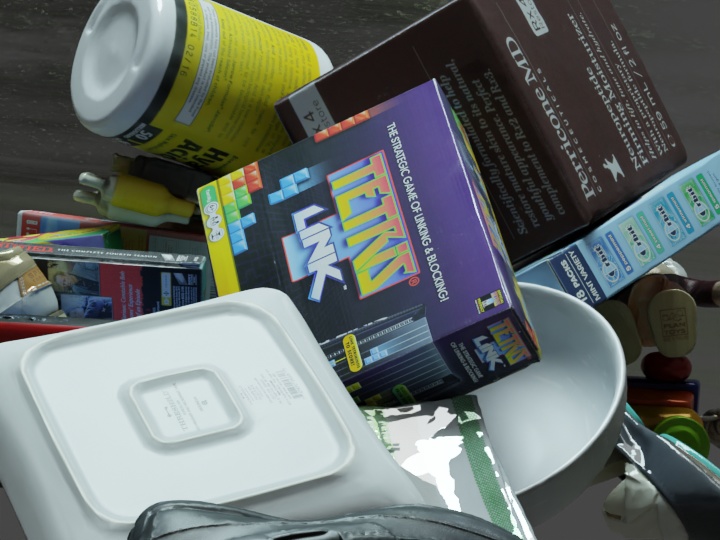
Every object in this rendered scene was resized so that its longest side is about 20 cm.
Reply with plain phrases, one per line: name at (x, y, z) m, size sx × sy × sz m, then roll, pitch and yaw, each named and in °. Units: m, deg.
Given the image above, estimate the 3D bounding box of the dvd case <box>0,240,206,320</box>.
dvd case at (-0.198, 0.049, 1.459) m, size 0.200 × 0.146 × 0.022 m, roll 3°, pitch 29°, yaw 5°

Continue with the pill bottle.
pill bottle at (-0.086, -0.118, 1.532) m, size 0.200 × 0.112 × 0.111 m, roll 18°, pitch -3°, yaw -34°

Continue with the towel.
towel at (-0.017, 0.117, 1.170) m, size 0.200 × 0.031 × 0.149 m, roll -1°, pitch 33°, yaw -15°

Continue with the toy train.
toy train at (0.205, 0.103, 1.460) m, size 0.200 × 0.085 × 0.116 m, roll 3°, pitch 8°, yaw -2°

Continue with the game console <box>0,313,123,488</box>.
game console at (-0.155, 0.076, 1.350) m, size 0.200 × 0.173 × 0.119 m, roll 2°, pitch 32°, yaw 16°

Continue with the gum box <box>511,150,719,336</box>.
gum box at (0.136, 0.002, 1.471) m, size 0.200 × 0.045 × 0.170 m, roll -31°, pitch 1°, yaw -41°

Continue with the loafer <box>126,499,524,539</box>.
loafer at (-0.011, 0.149, 1.055) m, size 0.200 × 0.068 × 0.070 m, roll 5°, pitch 25°, yaw -11°

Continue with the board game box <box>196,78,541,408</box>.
board game box at (0.000, 0.000, 1.308) m, size 0.165 × 0.057 × 0.200 m, roll -26°, pitch 45°, yaw 10°

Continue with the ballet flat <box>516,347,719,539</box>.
ballet flat at (0.157, 0.118, 1.337) m, size 0.073 × 0.073 × 0.200 m, roll -2°, pitch 35°, yaw -43°

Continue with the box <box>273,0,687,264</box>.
box at (0.084, -0.090, 1.486) m, size 0.164 × 0.166 × 0.200 m, roll -27°, pitch 2°, yaw 30°

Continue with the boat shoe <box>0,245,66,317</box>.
boat shoe at (-0.284, 0.050, 1.416) m, size 0.200 × 0.069 × 0.075 m, roll -24°, pitch 3°, yaw 0°

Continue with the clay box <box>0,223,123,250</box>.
clay box at (-0.253, 0.038, 1.516) m, size 0.200 × 0.115 × 0.048 m, roll -7°, pitch 9°, yaw 11°

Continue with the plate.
plate at (-0.090, 0.080, 1.160) m, size 0.200 × 0.032 × 0.200 m, roll -12°, pitch 41°, yaw -23°

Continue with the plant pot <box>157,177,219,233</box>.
plant pot at (-0.037, 0.040, 1.570) m, size 0.186 × 0.187 × 0.200 m, roll -2°, pitch 20°, yaw -40°

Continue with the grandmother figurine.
grandmother figurine at (0.197, 0.022, 1.514) m, size 0.121 × 0.061 × 0.200 m, roll -1°, pitch 7°, yaw 7°

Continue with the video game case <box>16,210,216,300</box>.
video game case at (-0.160, 0.039, 1.545) m, size 0.200 × 0.143 × 0.017 m, roll 8°, pitch 6°, yaw 32°

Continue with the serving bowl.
serving bowl at (0.061, 0.094, 1.307) m, size 0.200 × 0.066 × 0.200 m, roll -11°, pitch 37°, yaw 9°

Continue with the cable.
cable at (-0.092, -0.035, 1.518) m, size 0.200 × 0.050 × 0.097 m, roll 18°, pitch -4°, yaw 2°
